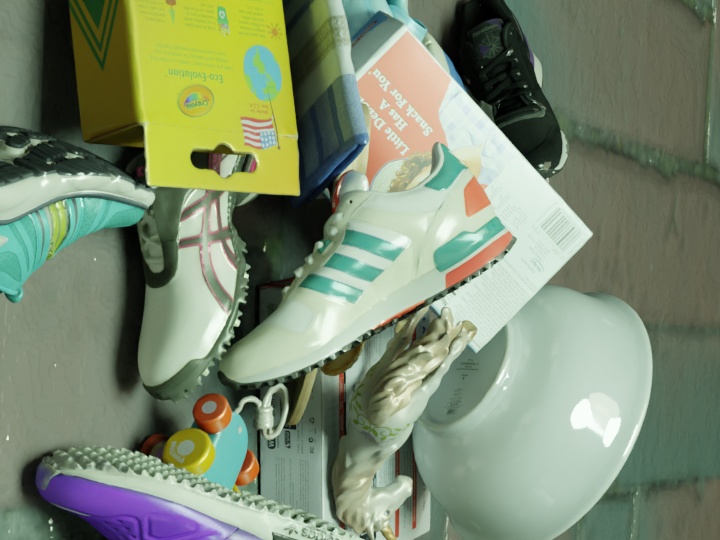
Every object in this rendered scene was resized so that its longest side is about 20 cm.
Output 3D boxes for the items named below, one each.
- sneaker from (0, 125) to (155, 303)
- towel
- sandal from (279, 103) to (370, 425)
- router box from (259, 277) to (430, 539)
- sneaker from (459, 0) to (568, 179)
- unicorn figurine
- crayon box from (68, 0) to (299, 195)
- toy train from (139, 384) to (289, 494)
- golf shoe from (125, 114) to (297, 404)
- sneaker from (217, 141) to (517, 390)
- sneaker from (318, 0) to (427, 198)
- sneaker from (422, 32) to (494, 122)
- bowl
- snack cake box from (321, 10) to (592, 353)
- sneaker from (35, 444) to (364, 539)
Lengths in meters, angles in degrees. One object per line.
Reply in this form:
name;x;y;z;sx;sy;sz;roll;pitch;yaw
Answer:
sneaker;-0.182;-0.027;1.083;0.199;0.077;0.080;-14;124;-59
towel;-0.034;-0.151;1.258;0.147;0.024;0.202;139;-58;-68
sandal;0.001;0.002;1.319;0.078;0.069;0.214;-124;-138;-69
router box;-0.008;0.102;1.461;0.179;0.048;0.202;-12;104;-64
sneaker;0.104;-0.141;1.611;0.201;0.075;0.088;-100;167;-54
unicorn figurine;0.021;0.094;1.361;0.138;0.073;0.200;-60;160;-18
crayon box;-0.100;-0.138;1.168;0.126;0.050;0.202;3;78;-49
toy train;-0.094;0.169;1.288;0.150;0.055;0.202;-2;96;-67
golf shoe;-0.108;-0.024;1.238;0.088;0.077;0.202;23;73;-34
sneaker;-0.009;-0.004;1.253;0.094;0.199;0.070;61;-9;1
sneaker;0.000;-0.146;1.412;0.074;0.081;0.202;11;86;-63
sneaker;0.060;-0.068;1.523;0.111;0.076;0.202;39;37;-56
bowl;0.099;0.086;1.451;0.090;0.200;0.203;33;59;-29
snack cake box;0.044;-0.058;1.386;0.115;0.067;0.200;-44;111;0
sneaker;-0.097;0.167;1.178;0.199;0.069;0.100;21;88;-22
